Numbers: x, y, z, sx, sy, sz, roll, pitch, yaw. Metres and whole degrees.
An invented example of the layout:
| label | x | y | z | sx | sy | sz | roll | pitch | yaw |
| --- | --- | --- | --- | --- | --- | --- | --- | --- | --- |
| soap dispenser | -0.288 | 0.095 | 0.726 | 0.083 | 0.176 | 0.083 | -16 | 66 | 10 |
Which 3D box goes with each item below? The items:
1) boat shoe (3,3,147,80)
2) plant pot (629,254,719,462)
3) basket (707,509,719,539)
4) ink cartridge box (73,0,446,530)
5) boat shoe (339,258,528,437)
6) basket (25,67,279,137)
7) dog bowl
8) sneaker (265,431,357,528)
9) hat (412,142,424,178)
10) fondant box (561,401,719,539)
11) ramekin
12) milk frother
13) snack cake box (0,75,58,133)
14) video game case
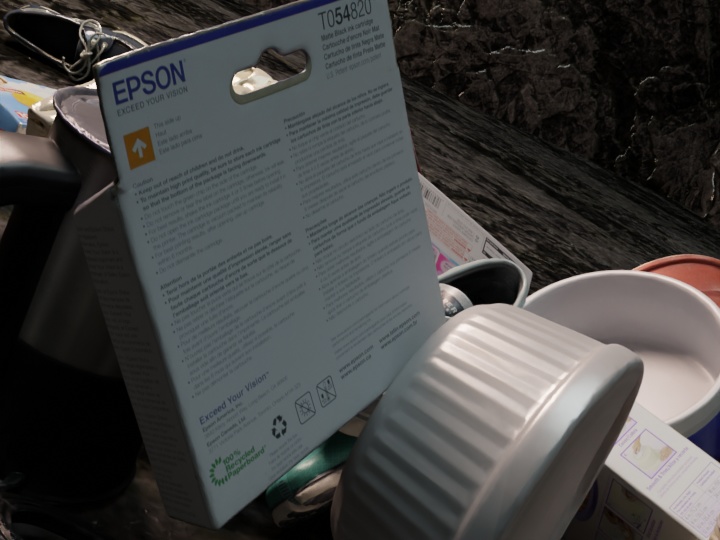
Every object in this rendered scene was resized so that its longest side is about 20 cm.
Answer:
| label | x | y | z | sx | sy | sz | roll | pitch | yaw |
| --- | --- | --- | --- | --- | --- | --- | --- | --- | --- |
| boat shoe | -0.337 | -0.271 | 1.270 | 0.198 | 0.076 | 0.062 | 27 | 15 | 1 |
| plant pot | 0.326 | 0.122 | 0.991 | 0.199 | 0.202 | 0.196 | 20 | 26 | -24 |
| basket | 0.259 | 0.253 | 0.529 | 0.196 | 0.162 | 0.200 | 25 | 18 | -7 |
| ink cartridge box | -0.038 | -0.018 | 0.490 | 0.040 | 0.203 | 0.199 | 4 | 23 | 37 |
| boat shoe | 0.043 | 0.035 | 0.650 | 0.070 | 0.072 | 0.200 | 45 | 36 | 14 |
| basket | -0.146 | -0.077 | 0.799 | 0.135 | 0.124 | 0.199 | 34 | 44 | 22 |
| dog bowl | 0.209 | 0.092 | 0.871 | 0.197 | 0.080 | 0.201 | -11 | 36 | 8 |
| sneaker | -0.011 | 0.091 | 0.662 | 0.080 | 0.077 | 0.200 | 49 | 32 | -2 |
| hat | 0.096 | -0.017 | 1.025 | 0.198 | 0.178 | 0.166 | 25 | 17 | -8 |
| fondant box | 0.171 | 0.152 | 0.716 | 0.058 | 0.145 | 0.199 | -37 | 57 | -26 |
| ramekin | 0.067 | 0.111 | 0.580 | 0.094 | 0.204 | 0.202 | 31 | 17 | 24 |
| milk frother | -0.121 | 0.039 | 0.510 | 0.199 | 0.190 | 0.180 | 34 | 19 | 20 |
| snack cake box | -0.256 | -0.110 | 0.942 | 0.199 | 0.068 | 0.115 | 7 | 27 | -50 |
| video game case | 0.067 | 0.008 | 0.952 | 0.199 | 0.024 | 0.183 | 39 | 45 | -16 |
